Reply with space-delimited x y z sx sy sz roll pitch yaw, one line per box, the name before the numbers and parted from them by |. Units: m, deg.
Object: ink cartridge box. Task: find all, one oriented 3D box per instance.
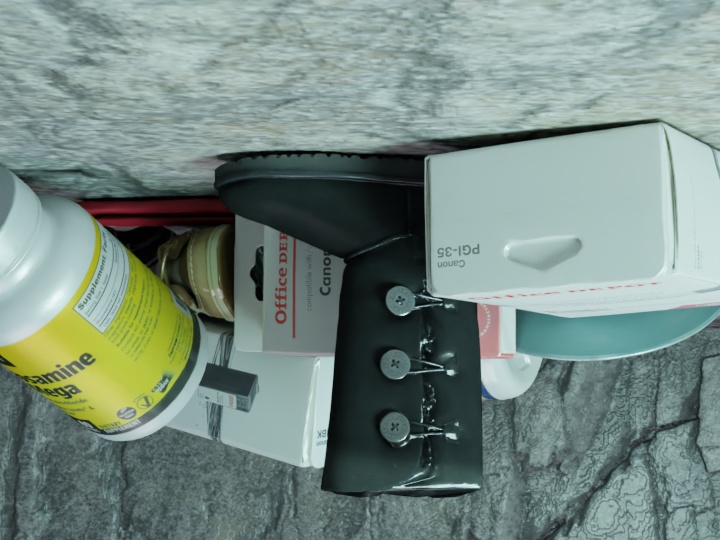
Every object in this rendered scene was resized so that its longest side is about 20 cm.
ink cartridge box | 0.000 0.000 0.920 0.199 0.117 0.067 -1 176 15
ink cartridge box | -0.073 0.082 1.069 0.199 0.084 0.144 12 -173 34
ink cartridge box | 0.146 -0.022 0.804 0.146 0.083 0.200 -5 172 31

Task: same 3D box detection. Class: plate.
plate | 0.162 -0.001 0.982 0.199 0.026 0.200 -7 -150 4

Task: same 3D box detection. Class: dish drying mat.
dish drying mat | -0.112 -0.042 1.039 0.199 0.018 0.077 -1 176 15

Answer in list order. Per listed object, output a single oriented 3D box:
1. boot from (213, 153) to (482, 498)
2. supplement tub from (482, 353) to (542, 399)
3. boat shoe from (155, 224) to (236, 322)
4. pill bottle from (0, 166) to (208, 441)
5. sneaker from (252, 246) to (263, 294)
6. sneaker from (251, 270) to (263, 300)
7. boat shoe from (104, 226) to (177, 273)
boot | -0.009 0.034 0.826 0.164 0.201 0.066 1 175 4
supplement tub | 0.045 0.036 1.172 0.199 0.145 0.144 -2 175 26
boat shoe | -0.121 0.004 1.046 0.066 0.074 0.200 -2 176 -2
pill bottle | -0.199 0.022 0.926 0.112 0.113 0.200 -2 146 34
sneaker | -0.022 -0.009 1.101 0.091 0.078 0.200 -25 -159 -27
sneaker | -0.120 0.022 1.212 0.200 0.079 0.075 -37 -158 -31
boat shoe | -0.219 -0.018 1.101 0.071 0.091 0.200 -2 -158 33
